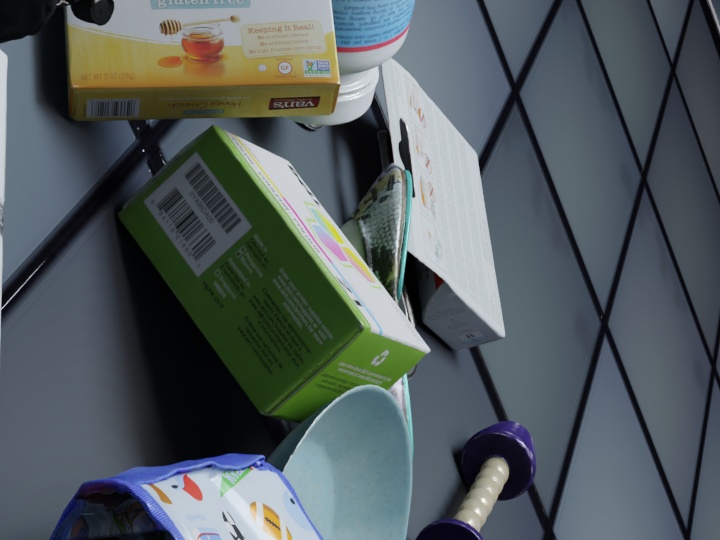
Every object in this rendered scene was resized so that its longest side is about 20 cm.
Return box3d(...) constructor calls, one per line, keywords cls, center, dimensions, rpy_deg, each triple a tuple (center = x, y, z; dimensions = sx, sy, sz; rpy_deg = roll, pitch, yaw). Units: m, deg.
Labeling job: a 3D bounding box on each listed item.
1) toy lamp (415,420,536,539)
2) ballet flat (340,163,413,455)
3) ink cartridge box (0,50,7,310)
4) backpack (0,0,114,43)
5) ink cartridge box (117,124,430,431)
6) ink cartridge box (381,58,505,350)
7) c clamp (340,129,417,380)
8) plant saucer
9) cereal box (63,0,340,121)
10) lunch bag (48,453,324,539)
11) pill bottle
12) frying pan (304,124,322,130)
box3d(cls="toy lamp", center=(0.085, 0.157, 1.476), dimensions=(0.200, 0.058, 0.058), rpy_deg=(-50, 121, -68))
box3d(cls="ballet flat", center=(-0.002, 0.028, 1.309), dimensions=(0.072, 0.072, 0.201), rpy_deg=(28, 60, -63))
box3d(cls="ink cartridge box", center=(-0.206, -0.027, 0.796), dimensions=(0.146, 0.084, 0.200), rpy_deg=(47, 33, -52))
box3d(cls="backpack", center=(-0.175, -0.212, 0.968), dimensions=(0.200, 0.126, 0.167), rpy_deg=(-79, 158, -54))
box3d(cls="ink cartridge box", center=(-0.027, 0.013, 1.182), dimensions=(0.148, 0.076, 0.200), rpy_deg=(53, 13, 21))
box3d(cls="ink cartridge box", center=(0.044, -0.047, 1.536), dimensions=(0.200, 0.047, 0.160), rpy_deg=(40, 39, -59))
box3d(cls="c clamp", center=(0.000, 0.000, 1.425), dimensions=(0.200, 0.027, 0.171), rpy_deg=(-31, 109, -71))
box3d(cls="plant saucer", center=(-0.032, 0.154, 1.117), dimensions=(0.201, 0.039, 0.201), rpy_deg=(-44, 141, -51))
box3d(cls="cereal box", center=(-0.092, -0.177, 1.144), dimensions=(0.040, 0.144, 0.200), rpy_deg=(107, -22, -64))
box3d(cls="lunch bag", center=(-0.073, 0.185, 0.934), dimensions=(0.170, 0.124, 0.200), rpy_deg=(3, 81, -71))
box3d(cls="pill bottle", center=(-0.015, -0.194, 1.299), dimensions=(0.109, 0.109, 0.200), rpy_deg=(-78, -179, -53))
box3d(cls="frying pan", center=(-0.052, -0.185, 1.424), dimensions=(0.115, 0.031, 0.190), rpy_deg=(-73, 145, -58))
